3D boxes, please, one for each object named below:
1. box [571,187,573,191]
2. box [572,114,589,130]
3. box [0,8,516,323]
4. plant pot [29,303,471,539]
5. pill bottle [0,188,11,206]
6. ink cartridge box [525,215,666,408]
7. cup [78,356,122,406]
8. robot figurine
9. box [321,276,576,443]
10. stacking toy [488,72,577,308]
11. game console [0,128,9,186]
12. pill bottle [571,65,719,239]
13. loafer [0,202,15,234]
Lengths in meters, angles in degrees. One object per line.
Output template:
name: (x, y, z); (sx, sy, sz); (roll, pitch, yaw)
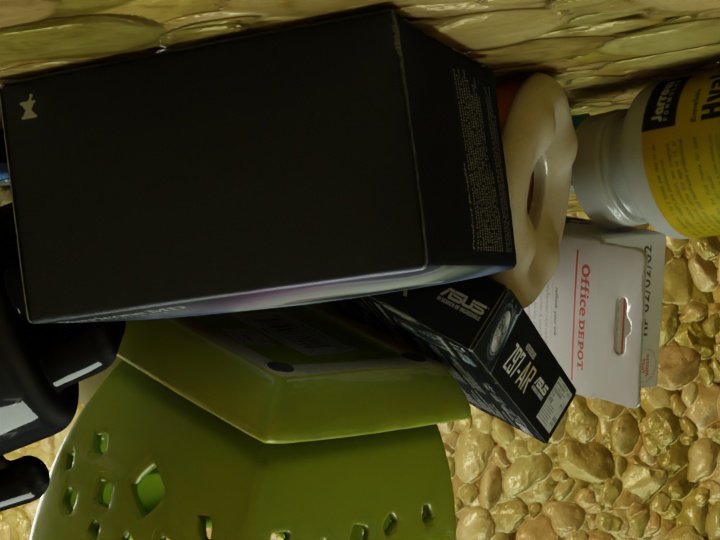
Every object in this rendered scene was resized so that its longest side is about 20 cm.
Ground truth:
box: (0.193, -0.097, 1.283); (0.082, 0.049, 0.200); (-7, 179, -35)
box: (0.095, -0.080, 1.148); (0.082, 0.049, 0.200); (-7, 178, -26)
box: (-0.042, -0.043, 0.743); (0.200, 0.123, 0.198); (-8, 177, 18)
plant pot: (-0.059, 0.119, 0.894); (0.199, 0.182, 0.200); (-1, -162, -45)
pill bottle: (-0.177, -0.020, 1.158); (0.200, 0.113, 0.112); (-7, 179, -16)
ink cartridge box: (0.156, 0.023, 1.070); (0.068, 0.115, 0.200); (-6, -168, -34)
cup: (-0.168, 0.001, 1.020); (0.143, 0.201, 0.200); (25, -174, 12)
robot figurine: (-0.228, 0.049, 0.778); (0.200, 0.150, 0.125); (-21, 156, 2)
box: (0.041, 0.031, 0.923); (0.160, 0.044, 0.200); (28, 170, 28)
stacking toy: (0.026, -0.058, 0.920); (0.200, 0.146, 0.146); (8, -176, 20)
game console: (-0.259, -0.014, 0.866); (0.176, 0.117, 0.200); (-8, 179, 25)
pill bottle: (0.243, -0.080, 0.966); (0.200, 0.111, 0.111); (-9, 178, 42)
loafer: (-0.163, -0.016, 0.889); (0.200, 0.073, 0.071); (-27, 172, -13)
